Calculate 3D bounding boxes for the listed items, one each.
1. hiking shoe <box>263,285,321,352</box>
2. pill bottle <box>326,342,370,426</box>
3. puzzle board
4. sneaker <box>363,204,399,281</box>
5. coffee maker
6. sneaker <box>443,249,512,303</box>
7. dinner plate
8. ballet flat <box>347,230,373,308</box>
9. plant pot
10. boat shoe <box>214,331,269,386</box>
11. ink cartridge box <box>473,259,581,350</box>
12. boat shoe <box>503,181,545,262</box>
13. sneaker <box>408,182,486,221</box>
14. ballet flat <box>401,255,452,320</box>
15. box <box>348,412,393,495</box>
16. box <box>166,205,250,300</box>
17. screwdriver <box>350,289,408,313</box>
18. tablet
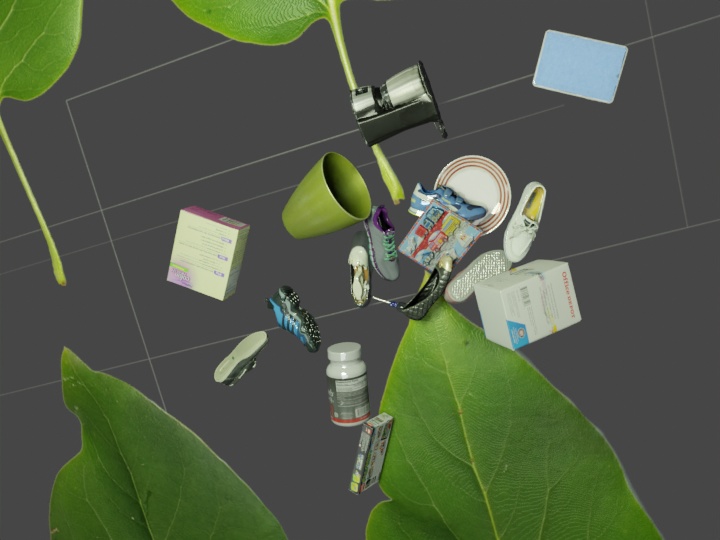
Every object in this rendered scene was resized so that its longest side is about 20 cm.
[{"bbox_3d":[-0.181,0.143,1.820,0.086,0.074,0.203,-34,84,24],"label":"hiking shoe"},{"bbox_3d":[-0.034,0.307,1.794,0.112,0.116,0.206,-3,101,12],"label":"pill bottle"},{"bbox_3d":[0.196,-0.073,1.658,0.149,0.018,0.201,32,136,-3],"label":"puzzle board"},{"bbox_3d":[0.063,-0.068,1.699,0.073,0.087,0.205,-23,98,-23],"label":"sneaker"},{"bbox_3d":[0.090,-0.381,1.614,0.195,0.135,0.197,-19,98,15],"label":"coffee maker"},{"bbox_3d":[0.292,0.019,1.696,0.198,0.105,0.076,-33,85,-13],"label":"sneaker"},{"bbox_3d":[0.282,-0.187,1.672,0.194,0.024,0.207,2,102,10],"label":"dinner plate"},{"bbox_3d":[0.000,0.000,1.740,0.071,0.073,0.207,1,98,11],"label":"ballet flat"},{"bbox_3d":[-0.103,-0.166,1.689,0.198,0.187,0.190,-31,95,31],"label":"plant pot"},{"bbox_3d":[-0.328,0.251,1.879,0.200,0.072,0.067,-44,128,10],"label":"boat shoe"},{"bbox_3d":[0.404,0.077,1.603,0.195,0.144,0.151,-19,100,-15],"label":"ink cartridge box"},{"bbox_3d":[0.410,-0.115,1.621,0.073,0.086,0.207,21,100,0],"label":"boat shoe"},{"bbox_3d":[0.218,-0.168,1.641,0.194,0.074,0.085,9,101,9],"label":"sneaker"},{"bbox_3d":[0.175,0.047,1.685,0.056,0.067,0.203,20,115,-21],"label":"ballet flat"},{"bbox_3d":[0.030,0.505,1.824,0.034,0.109,0.206,21,106,31],"label":"box"},{"bbox_3d":[-0.415,-0.049,1.807,0.171,0.097,0.205,18,104,7],"label":"box"},{"bbox_3d":[0.063,0.085,1.772,0.194,0.029,0.029,16,122,8],"label":"screwdriver"},{"bbox_3d":[0.520,-0.484,1.566,0.195,0.014,0.134,15,105,9],"label":"tablet"}]
